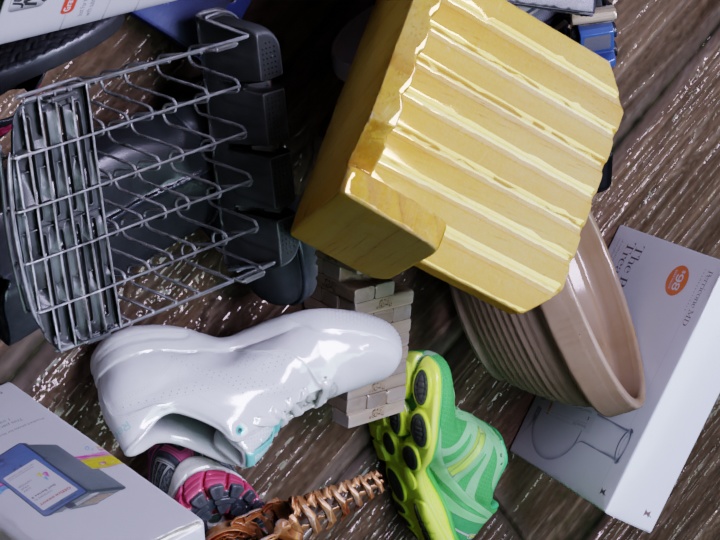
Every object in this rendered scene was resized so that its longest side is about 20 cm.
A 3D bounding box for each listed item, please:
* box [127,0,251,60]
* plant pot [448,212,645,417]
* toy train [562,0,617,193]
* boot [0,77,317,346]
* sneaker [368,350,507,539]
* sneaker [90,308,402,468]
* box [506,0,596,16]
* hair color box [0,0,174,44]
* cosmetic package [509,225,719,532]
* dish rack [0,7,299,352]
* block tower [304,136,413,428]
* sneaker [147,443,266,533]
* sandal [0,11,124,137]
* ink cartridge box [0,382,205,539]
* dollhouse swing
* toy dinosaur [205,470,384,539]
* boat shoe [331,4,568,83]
[{"bbox_3d":[-0.114,-0.204,0.984,0.200,0.032,0.121,28,89,-47],"label":"box"},{"bbox_3d":[0.121,0.015,1.225,0.092,0.201,0.201,-22,135,16],"label":"plant pot"},{"bbox_3d":[0.159,-0.117,1.202,0.034,0.046,0.200,-8,146,3],"label":"toy train"},{"bbox_3d":[-0.129,-0.011,1.031,0.200,0.066,0.165,-34,119,-32],"label":"boot"},{"bbox_3d":[0.058,0.122,1.267,0.083,0.074,0.200,-35,139,-23],"label":"sneaker"},{"bbox_3d":[-0.063,0.080,1.084,0.199,0.089,0.075,-6,144,-20],"label":"sneaker"},{"bbox_3d":[0.088,-0.265,1.075,0.142,0.036,0.201,6,98,-16],"label":"box"},{"bbox_3d":[-0.106,-0.187,0.899,0.199,0.061,0.102,-21,160,-34],"label":"hair color box"},{"bbox_3d":[0.206,0.077,1.318,0.052,0.151,0.201,26,91,-28],"label":"cosmetic package"},{"bbox_3d":[-0.114,-0.048,0.943,0.200,0.054,0.154,-24,116,-42],"label":"dish rack"},{"bbox_3d":[0.000,0.000,1.166,0.054,0.058,0.201,-13,116,-38],"label":"block tower"},{"bbox_3d":[-0.091,0.179,1.158,0.080,0.075,0.200,-23,138,-16],"label":"sneaker"},{"bbox_3d":[-0.213,-0.091,0.922,0.200,0.075,0.045,-34,136,-17],"label":"sandal"},{"bbox_3d":[-0.172,0.173,0.985,0.087,0.200,0.146,-23,123,-33],"label":"ink cartridge box"},{"bbox_3d":[0.081,-0.086,0.984,0.175,0.182,0.201,23,77,-10],"label":"dollhouse swing"},{"bbox_3d":[-0.066,0.200,1.073,0.200,0.102,0.136,-28,127,21],"label":"toy dinosaur"},{"bbox_3d":[0.067,-0.139,1.148,0.200,0.075,0.093,-29,133,-29],"label":"boat shoe"}]
